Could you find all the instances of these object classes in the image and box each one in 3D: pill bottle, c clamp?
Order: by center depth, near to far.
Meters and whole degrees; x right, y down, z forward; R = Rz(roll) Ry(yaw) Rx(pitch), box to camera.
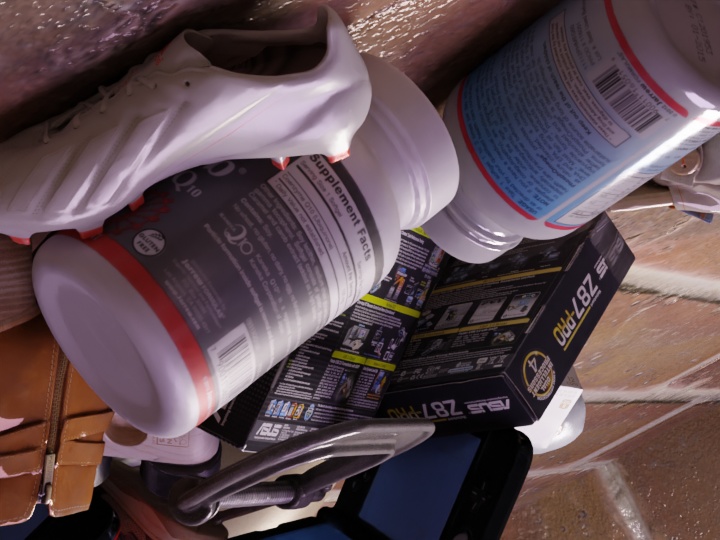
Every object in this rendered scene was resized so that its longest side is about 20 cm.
[{"bbox_3d":[-0.053,-0.017,1.052,0.200,0.116,0.116,-38,173,-25],"label":"pill bottle"},{"bbox_3d":[0.117,-0.086,1.177,0.109,0.109,0.200,-9,159,-49],"label":"pill bottle"},{"bbox_3d":[-0.043,0.120,1.201,0.171,0.027,0.200,-22,167,15],"label":"c clamp"}]

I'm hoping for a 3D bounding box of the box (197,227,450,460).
[{"bbox_3d":[-0.019,0.029,1.233,0.160,0.044,0.200,-66,161,2],"label":"box"}]

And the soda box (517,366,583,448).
[{"bbox_3d":[0.055,0.075,1.538,0.200,0.064,0.068,9,129,-23],"label":"soda box"}]

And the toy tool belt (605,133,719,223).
[{"bbox_3d":[0.208,-0.099,1.285,0.123,0.125,0.200,-17,-155,22],"label":"toy tool belt"}]

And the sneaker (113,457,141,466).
[{"bbox_3d":[-0.112,0.075,1.448,0.200,0.078,0.099,-28,163,5],"label":"sneaker"}]

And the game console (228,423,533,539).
[{"bbox_3d":[-0.007,0.148,1.343,0.116,0.176,0.200,23,180,-26],"label":"game console"}]

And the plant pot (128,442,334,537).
[{"bbox_3d":[-0.103,0.149,1.574,0.200,0.187,0.187,-38,168,-9],"label":"plant pot"}]

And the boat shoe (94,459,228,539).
[{"bbox_3d":[-0.148,0.168,1.387,0.072,0.065,0.200,24,179,-29],"label":"boat shoe"}]

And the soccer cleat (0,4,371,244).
[{"bbox_3d":[-0.094,-0.072,0.976,0.200,0.069,0.078,-16,132,-3],"label":"soccer cleat"}]

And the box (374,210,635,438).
[{"bbox_3d":[0.061,0.042,1.378,0.200,0.049,0.161,-13,-148,43],"label":"box"}]

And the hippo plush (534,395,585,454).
[{"bbox_3d":[0.086,0.089,1.657,0.200,0.161,0.159,-27,166,8],"label":"hippo plush"}]

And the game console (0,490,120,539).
[{"bbox_3d":[-0.271,0.138,1.249,0.172,0.200,0.119,-44,131,-13],"label":"game console"}]

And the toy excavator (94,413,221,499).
[{"bbox_3d":[-0.096,0.035,1.282,0.194,0.200,0.100,6,132,-1],"label":"toy excavator"}]

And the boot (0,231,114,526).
[{"bbox_3d":[-0.143,0.050,1.115,0.200,0.155,0.074,-6,-171,-35],"label":"boot"}]
